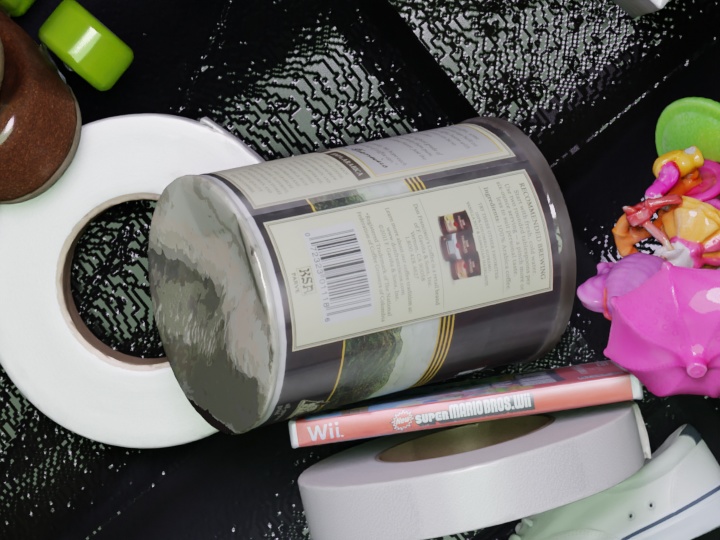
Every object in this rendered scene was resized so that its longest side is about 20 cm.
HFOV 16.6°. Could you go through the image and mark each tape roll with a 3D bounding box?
[{"bbox_3d":[0.064,0.114,1.423,0.202,0.203,0.037,-14,94,2],"label":"tape roll"},{"bbox_3d":[-0.128,0.005,1.493,0.202,0.037,0.204,0,93,1],"label":"tape roll"}]

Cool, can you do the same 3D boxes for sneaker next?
[{"bbox_3d":[0.128,0.157,1.497,0.199,0.073,0.071,-25,84,-6],"label":"sneaker"}]

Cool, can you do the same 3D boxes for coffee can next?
[{"bbox_3d":[0.000,0.000,1.402,0.199,0.146,0.147,-12,94,-29],"label":"coffee can"}]

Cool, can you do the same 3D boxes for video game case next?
[{"bbox_3d":[0.060,0.077,1.448,0.199,0.143,0.018,-8,91,1],"label":"video game case"}]

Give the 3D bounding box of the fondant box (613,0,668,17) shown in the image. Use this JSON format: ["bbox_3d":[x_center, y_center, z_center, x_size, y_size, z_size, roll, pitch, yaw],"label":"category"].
[{"bbox_3d":[0.126,-0.212,1.398,0.144,0.200,0.058,41,94,-1],"label":"fondant box"}]

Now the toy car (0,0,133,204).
[{"bbox_3d":[-0.254,-0.124,1.396,0.158,0.200,0.164,40,90,26],"label":"toy car"}]

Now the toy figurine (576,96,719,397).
[{"bbox_3d":[0.194,-0.009,1.386,0.184,0.200,0.151,-38,129,-32],"label":"toy figurine"}]
